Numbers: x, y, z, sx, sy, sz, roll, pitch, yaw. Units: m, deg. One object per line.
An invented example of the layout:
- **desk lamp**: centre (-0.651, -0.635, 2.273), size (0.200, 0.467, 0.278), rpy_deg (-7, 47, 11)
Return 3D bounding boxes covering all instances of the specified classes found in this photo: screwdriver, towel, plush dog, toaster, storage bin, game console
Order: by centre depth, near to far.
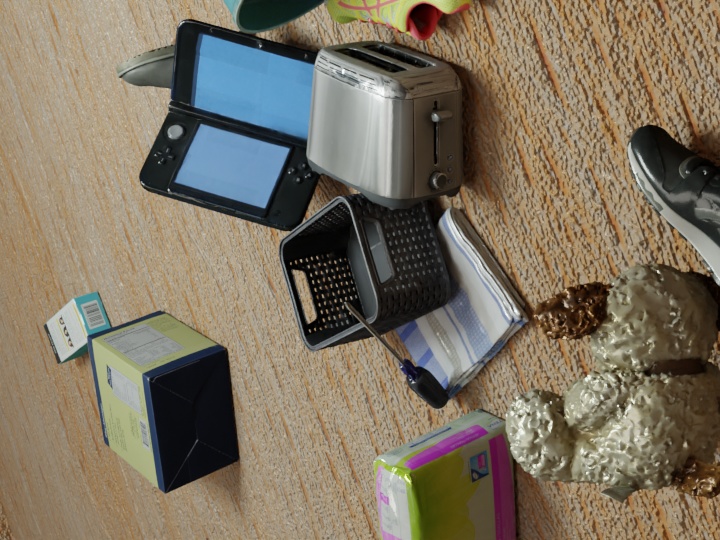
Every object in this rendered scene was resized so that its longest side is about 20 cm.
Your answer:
- **plush dog**: centre (0.228, 0.080, 0.917), size (0.160, 0.199, 0.172), rpy_deg (-176, 82, -69)
- **toaster**: centre (0.020, -0.153, 1.173), size (0.200, 0.113, 0.130), rpy_deg (32, 126, 46)
- **screwdriver**: centre (0.036, 0.085, 1.207), size (0.200, 0.028, 0.029), rpy_deg (48, -169, -36)
- **towel**: centre (0.094, 0.042, 1.242), size (0.147, 0.024, 0.200), rpy_deg (58, 145, 19)
- **storage bin**: centre (0.000, 0.000, 1.269), size (0.200, 0.094, 0.136), rpy_deg (-31, 73, 61)
- **game console**: centre (-0.138, -0.163, 1.310), size (0.199, 0.171, 0.118), rpy_deg (16, 154, 8)

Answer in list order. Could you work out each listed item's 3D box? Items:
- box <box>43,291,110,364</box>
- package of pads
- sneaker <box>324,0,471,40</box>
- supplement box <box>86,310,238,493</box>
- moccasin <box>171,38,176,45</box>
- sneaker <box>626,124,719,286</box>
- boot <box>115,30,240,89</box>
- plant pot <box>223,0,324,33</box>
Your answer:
- **box**: centre (-0.518, 0.107, 2.117), size (0.200, 0.049, 0.083), rpy_deg (-29, 82, 56)
- **package of pads**: centre (0.093, 0.268, 1.238), size (0.068, 0.154, 0.201), rpy_deg (18, 121, 50)
- **sneaker**: centre (0.034, -0.262, 1.130), size (0.200, 0.078, 0.091), rpy_deg (-7, 107, 58)
- **supplement box**: centre (-0.305, 0.196, 1.784), size (0.200, 0.134, 0.201), rpy_deg (24, 125, 47)
- **moccasin**: centre (-0.206, -0.201, 1.495), size (0.077, 0.074, 0.202), rpy_deg (-14, 105, 19)
- **sneaker**: centre (0.293, -0.049, 0.889), size (0.200, 0.076, 0.088), rpy_deg (54, 128, 17)
- **boot**: centre (-0.190, -0.180, 1.420), size (0.073, 0.181, 0.201), rpy_deg (-102, -1, -81)
- **plant pot**: centre (-0.090, -0.366, 1.115), size (0.188, 0.200, 0.200), rpy_deg (54, 144, 6)
